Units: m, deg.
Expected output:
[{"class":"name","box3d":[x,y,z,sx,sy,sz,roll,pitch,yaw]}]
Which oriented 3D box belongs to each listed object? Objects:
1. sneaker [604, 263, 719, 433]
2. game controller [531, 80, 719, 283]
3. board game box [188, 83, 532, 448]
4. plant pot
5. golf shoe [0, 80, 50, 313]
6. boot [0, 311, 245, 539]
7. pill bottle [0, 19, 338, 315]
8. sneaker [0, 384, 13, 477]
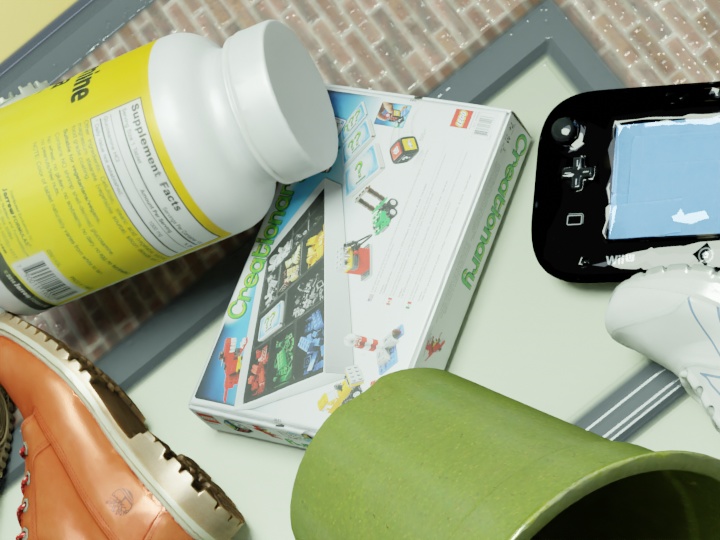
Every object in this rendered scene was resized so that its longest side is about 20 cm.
[{"class":"sneaker","box3d":[0.196,0.058,1.444,0.199,0.074,0.087,23,81,35]},{"class":"game controller","box3d":[0.181,-0.046,1.524,0.199,0.042,0.105,-3,63,27]},{"class":"board game box","box3d":[0.000,0.000,1.598,0.126,0.035,0.201,10,69,33]},{"class":"plant pot","box3d":[0.064,0.137,1.412,0.200,0.200,0.190,-50,42,-5]},{"class":"golf shoe","box3d":[-0.222,-0.013,1.715,0.097,0.078,0.200,40,89,17]},{"class":"boot","box3d":[-0.159,0.106,1.604,0.107,0.075,0.200,-47,54,3]},{"class":"pill bottle","box3d":[-0.118,-0.059,1.612,0.199,0.112,0.113,-21,56,19]},{"class":"sneaker","box3d":[-0.258,0.124,1.645,0.108,0.070,0.201,-5,65,23]}]
